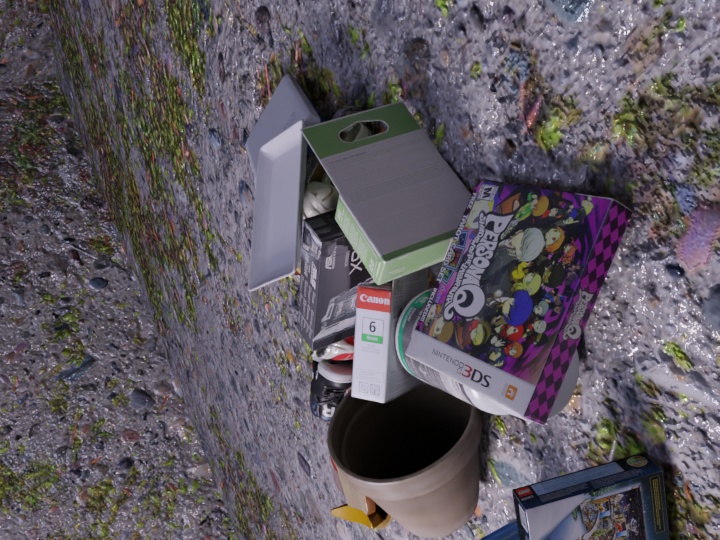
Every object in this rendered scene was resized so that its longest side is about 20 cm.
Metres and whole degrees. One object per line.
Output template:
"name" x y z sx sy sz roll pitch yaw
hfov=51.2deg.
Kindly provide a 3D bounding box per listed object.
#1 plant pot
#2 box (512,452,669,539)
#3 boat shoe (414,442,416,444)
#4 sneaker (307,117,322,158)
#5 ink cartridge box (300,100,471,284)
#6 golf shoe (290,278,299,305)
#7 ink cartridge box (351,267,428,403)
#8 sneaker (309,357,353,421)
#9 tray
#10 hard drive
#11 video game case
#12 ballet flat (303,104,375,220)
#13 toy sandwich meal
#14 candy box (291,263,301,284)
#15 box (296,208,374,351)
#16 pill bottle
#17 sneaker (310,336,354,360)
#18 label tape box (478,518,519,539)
"plant pot" 0.077 0.247 0.982 0.200 0.199 0.174 34 154 52
"box" 0.229 0.289 0.723 0.038 0.135 0.202 -127 25 -73
"boat shoe" 0.069 0.312 1.135 0.063 0.072 0.202 -118 25 -59
"sneaker" -0.075 -0.147 1.069 0.082 0.073 0.201 -47 40 33
"ink cartridge box" 0.035 -0.094 0.848 0.201 0.144 0.048 57 154 27
"golf shoe" -0.085 -0.043 1.235 0.094 0.077 0.202 -30 81 47
"ink cartridge box" 0.038 0.050 0.919 0.050 0.109 0.202 6 97 28
"sneaker" -0.043 0.202 1.248 0.200 0.072 0.113 -163 77 -80
"tray" -0.098 -0.079 0.936 0.107 0.022 0.202 -21 62 50
"hard drive" -0.115 -0.195 1.077 0.132 0.025 0.200 -56 28 17
"video game case" 0.139 0.018 0.707 0.181 0.036 0.202 22 89 57
"ballet flat" -0.040 -0.122 0.968 0.072 0.072 0.202 23 83 58
"toy sandwich meal" -0.010 0.310 1.147 0.205 0.070 0.207 31 127 53
"candy box" -0.057 0.007 1.099 0.200 0.057 0.116 47 168 -29
"box" 0.000 0.000 0.972 0.050 0.157 0.201 52 148 35
"pill bottle" 0.132 0.088 0.814 0.200 0.112 0.114 15 120 60
"sneaker" -0.033 0.115 1.220 0.200 0.084 0.078 -147 70 -80
"label tape box" 0.208 0.372 0.817 0.201 0.143 0.063 62 154 18
